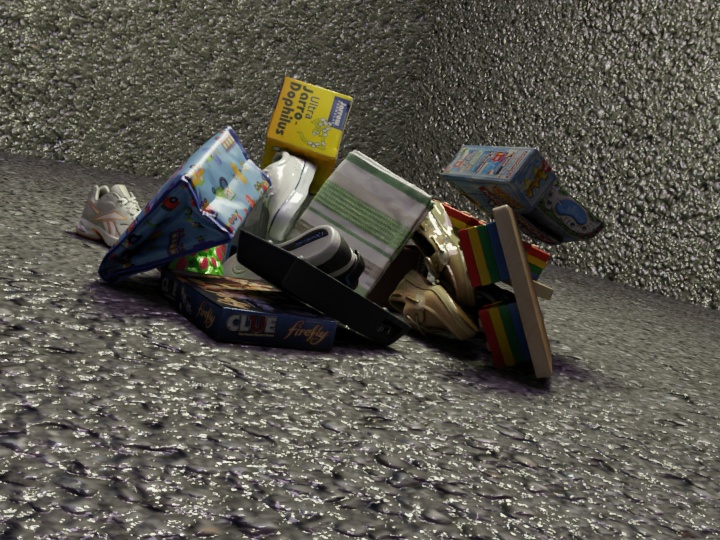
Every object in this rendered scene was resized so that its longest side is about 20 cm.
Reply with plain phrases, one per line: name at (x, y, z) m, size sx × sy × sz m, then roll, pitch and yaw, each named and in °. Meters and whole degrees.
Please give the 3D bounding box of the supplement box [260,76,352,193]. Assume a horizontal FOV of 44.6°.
supplement box at (-0.091, -0.192, 1.372) m, size 0.109 × 0.109 × 0.200 m, roll 16°, pitch -21°, yaw -6°

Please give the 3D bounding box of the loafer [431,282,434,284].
loafer at (0.039, -0.001, 1.550) m, size 0.199 × 0.063 × 0.072 m, roll 15°, pitch 7°, yaw 18°

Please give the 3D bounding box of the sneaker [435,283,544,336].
sneaker at (0.168, 0.048, 1.313) m, size 0.200 × 0.076 × 0.114 m, roll 22°, pitch 9°, yaw 43°

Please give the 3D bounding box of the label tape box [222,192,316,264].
label tape box at (-0.111, -0.051, 1.331) m, size 0.199 × 0.144 × 0.066 m, roll 9°, pitch 7°, yaw -27°

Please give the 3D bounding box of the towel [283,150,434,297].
towel at (-0.011, -0.053, 1.217) m, size 0.149 × 0.200 × 0.031 m, roll 33°, pitch -9°, yaw 18°

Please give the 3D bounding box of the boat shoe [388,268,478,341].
boat shoe at (0.093, 0.058, 1.165) m, size 0.071 × 0.065 × 0.200 m, roll 47°, pitch -2°, yaw -20°

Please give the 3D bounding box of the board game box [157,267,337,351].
board game box at (-0.132, 0.041, 0.984) m, size 0.135 × 0.035 × 0.200 m, roll 9°, pitch 7°, yaw -32°

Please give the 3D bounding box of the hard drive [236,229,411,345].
hard drive at (-0.045, 0.024, 1.014) m, size 0.200 × 0.042 × 0.135 m, roll 33°, pitch -5°, yaw -42°

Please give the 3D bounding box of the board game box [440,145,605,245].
board game box at (0.226, -0.100, 1.203) m, size 0.200 × 0.062 × 0.200 m, roll 39°, pitch -5°, yaw -7°

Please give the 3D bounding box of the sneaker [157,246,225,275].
sneaker at (-0.227, -0.008, 1.143) m, size 0.084 × 0.077 × 0.200 m, roll -25°, pitch 14°, yaw 5°

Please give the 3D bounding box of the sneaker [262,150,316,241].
sneaker at (-0.113, -0.105, 1.216) m, size 0.071 × 0.073 × 0.200 m, roll 24°, pitch 27°, yaw -8°

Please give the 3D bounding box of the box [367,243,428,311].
box at (0.000, 0.000, 1.314) m, size 0.199 × 0.101 × 0.075 m, roll 8°, pitch 9°, yaw -30°

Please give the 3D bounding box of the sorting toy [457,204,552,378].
sorting toy at (0.179, 0.028, 1.089) m, size 0.069 × 0.200 × 0.200 m, roll -15°, pitch -2°, yaw 12°

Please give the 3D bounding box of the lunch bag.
lunch bag at (-0.227, -0.065, 1.058) m, size 0.200 × 0.094 × 0.151 m, roll -27°, pitch 21°, yaw 28°

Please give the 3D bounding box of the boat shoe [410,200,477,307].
boat shoe at (0.109, -0.018, 1.205) m, size 0.062 × 0.073 × 0.200 m, roll -15°, pitch 39°, yaw -5°

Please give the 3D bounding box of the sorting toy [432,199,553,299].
sorting toy at (0.195, -0.036, 1.356) m, size 0.198 × 0.070 × 0.200 m, roll 28°, pitch 5°, yaw 27°

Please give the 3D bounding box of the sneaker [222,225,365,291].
sneaker at (-0.086, 0.015, 1.152) m, size 0.199 × 0.073 × 0.112 m, roll -15°, pitch -43°, yaw 32°

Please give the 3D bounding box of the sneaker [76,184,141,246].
sneaker at (-0.364, -0.083, 1.354) m, size 0.199 × 0.092 × 0.076 m, roll 17°, pitch 8°, yaw 33°
